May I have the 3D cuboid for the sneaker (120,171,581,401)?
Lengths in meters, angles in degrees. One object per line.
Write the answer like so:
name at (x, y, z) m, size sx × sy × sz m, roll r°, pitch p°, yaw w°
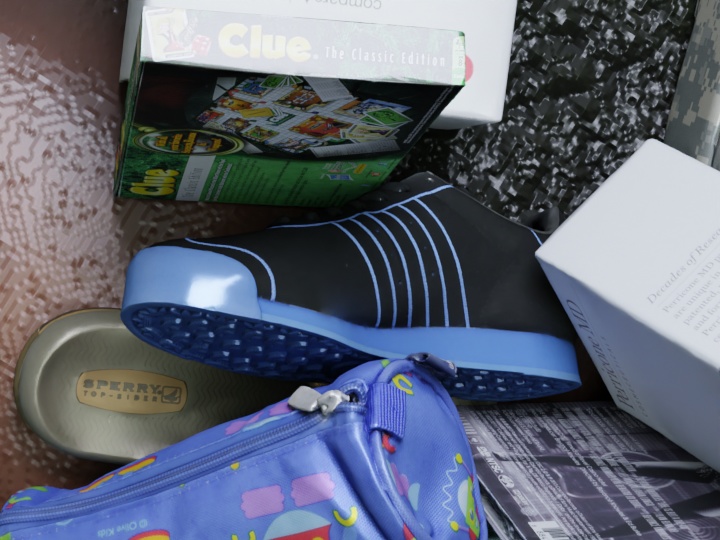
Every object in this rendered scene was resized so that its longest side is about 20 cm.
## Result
sneaker at (0.000, 0.000, 0.749) m, size 0.199 × 0.070 × 0.078 m, roll 11°, pitch 70°, yaw -33°

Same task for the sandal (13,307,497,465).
sandal at (-0.037, 0.051, 0.787) m, size 0.199 × 0.054 × 0.081 m, roll 3°, pitch 95°, yaw -14°

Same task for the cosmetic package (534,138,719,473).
cosmetic package at (0.162, 0.040, 0.703) m, size 0.074 × 0.200 × 0.102 m, roll -44°, pitch 131°, yaw -13°

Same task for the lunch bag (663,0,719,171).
lunch bag at (0.215, -0.087, 0.760) m, size 0.138 × 0.168 × 0.201 m, roll 15°, pitch 92°, yaw -10°

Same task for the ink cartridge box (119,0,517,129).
ink cartridge box at (-0.009, -0.162, 0.761) m, size 0.147 × 0.086 × 0.202 m, roll 5°, pitch 92°, yaw -10°

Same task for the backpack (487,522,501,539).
backpack at (0.092, 0.179, 0.778) m, size 0.199 × 0.151 × 0.179 m, roll -6°, pitch 94°, yaw -13°

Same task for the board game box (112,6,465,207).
board game box at (-0.033, -0.053, 0.707) m, size 0.104 × 0.200 × 0.024 m, roll 1°, pitch 80°, yaw -10°

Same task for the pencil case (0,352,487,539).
pencil case at (-0.051, 0.095, 0.735) m, size 0.199 × 0.078 × 0.087 m, roll -21°, pitch 122°, yaw 24°

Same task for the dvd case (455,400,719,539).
dvd case at (0.140, 0.088, 0.757) m, size 0.199 × 0.149 × 0.016 m, roll -1°, pitch 112°, yaw -19°
